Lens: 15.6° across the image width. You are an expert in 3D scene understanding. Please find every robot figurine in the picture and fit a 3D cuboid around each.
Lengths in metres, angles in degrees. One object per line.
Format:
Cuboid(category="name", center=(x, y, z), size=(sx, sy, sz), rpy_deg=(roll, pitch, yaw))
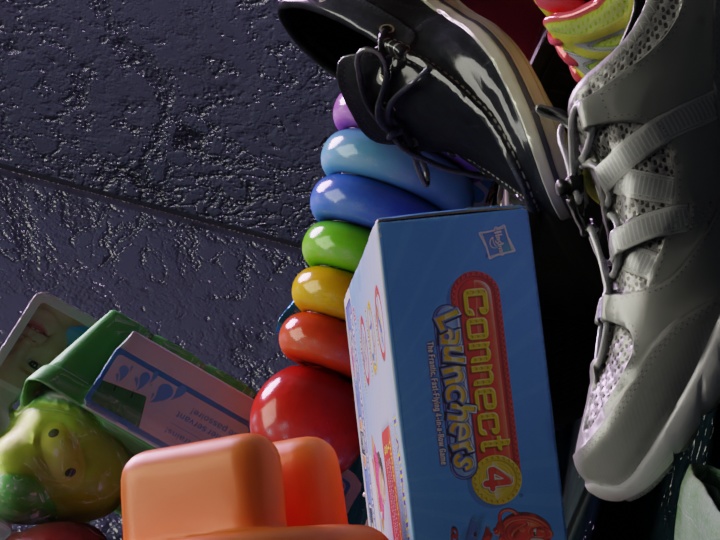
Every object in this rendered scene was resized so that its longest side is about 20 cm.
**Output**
Cuboid(category="robot figurine", center=(-0.036, 0.161, 0.936), size=(0.144, 0.116, 0.201), rpy_deg=(119, 146, -78))

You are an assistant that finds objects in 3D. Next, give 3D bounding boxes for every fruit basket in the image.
Cuboid(category="fruit basket", center=(-0.118, 0.124, 1.207), size=(0.200, 0.185, 0.094), rpy_deg=(-58, -4, -37))

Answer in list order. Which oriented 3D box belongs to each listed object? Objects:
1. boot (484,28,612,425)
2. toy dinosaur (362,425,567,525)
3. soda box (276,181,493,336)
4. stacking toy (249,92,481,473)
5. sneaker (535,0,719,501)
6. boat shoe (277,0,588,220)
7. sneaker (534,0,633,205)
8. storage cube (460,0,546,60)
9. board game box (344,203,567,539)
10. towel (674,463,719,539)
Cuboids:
Cuboid(category="boot", center=(0.095, -0.046, 1.148), size=(0.151, 0.073, 0.201), rpy_deg=(-81, 1, -77))
Cuboid(category="toy dinosaur", center=(0.053, 0.077, 1.281), size=(0.200, 0.085, 0.136), rpy_deg=(-68, -6, -67))
Cuboid(category="soda box", center=(0.047, -0.027, 1.286), size=(0.200, 0.068, 0.064), rpy_deg=(-50, -2, -5))
Cuboid(category="stacking toy", center=(0.000, 0.000, 1.201), size=(0.085, 0.085, 0.201), rpy_deg=(112, 179, -79))
Cuboid(category="sneaker", center=(0.090, -0.027, 0.829), size=(0.075, 0.082, 0.201), rpy_deg=(112, 173, -78))
Cuboid(category="boat shoe", center=(0.027, -0.073, 1.046), size=(0.200, 0.062, 0.075), rpy_deg=(49, 169, 46))
Cuboid(category="sneaker", center=(0.100, -0.093, 0.962), size=(0.200, 0.090, 0.078), rpy_deg=(104, 178, -55))
Cuboid(category="storage cube", center=(0.062, -0.230, 1.090), size=(0.171, 0.179, 0.200), rpy_deg=(-50, -10, -23))
Cuboid(category="board game box", center=(0.036, 0.091, 0.998), size=(0.196, 0.056, 0.201), rpy_deg=(116, 148, -81))
Cuboid(category="towel", center=(0.076, 0.159, 0.718), size=(0.153, 0.023, 0.201), rpy_deg=(-87, 11, -87))
